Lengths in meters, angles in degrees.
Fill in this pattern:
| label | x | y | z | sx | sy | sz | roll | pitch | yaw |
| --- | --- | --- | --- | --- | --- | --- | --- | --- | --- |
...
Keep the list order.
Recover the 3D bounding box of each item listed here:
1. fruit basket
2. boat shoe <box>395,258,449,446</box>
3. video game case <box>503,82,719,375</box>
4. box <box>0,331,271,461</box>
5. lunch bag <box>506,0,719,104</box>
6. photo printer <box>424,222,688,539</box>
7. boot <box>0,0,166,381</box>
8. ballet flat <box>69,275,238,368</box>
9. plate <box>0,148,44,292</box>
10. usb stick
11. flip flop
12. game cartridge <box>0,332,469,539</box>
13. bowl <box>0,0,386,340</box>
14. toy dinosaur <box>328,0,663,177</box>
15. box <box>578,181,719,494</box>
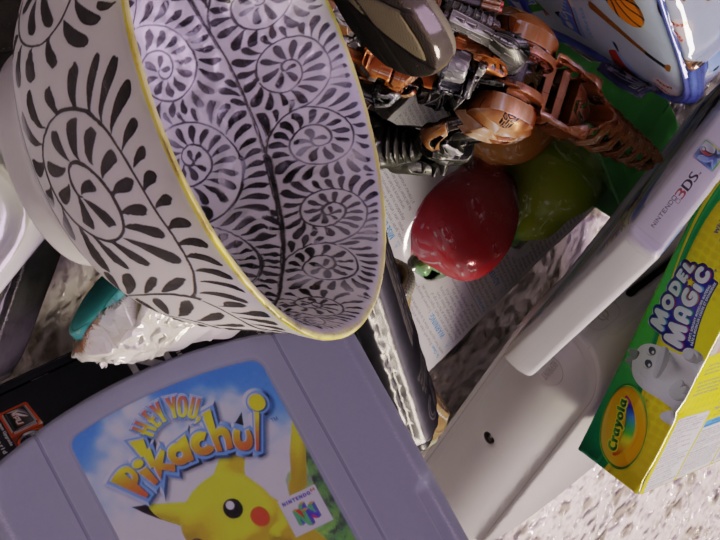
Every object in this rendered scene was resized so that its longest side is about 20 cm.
| label | x | y | z | sx | sy | sz | roll | pitch | yaw |
| --- | --- | --- | --- | --- | --- | --- | --- | --- | --- |
| fruit basket | 0.064 | -0.056 | 1.355 | 0.200 | 0.094 | 0.185 | -40 | 143 | -7 |
| boat shoe | 0.001 | 0.028 | 1.294 | 0.076 | 0.072 | 0.200 | -46 | 144 | 4 |
| video game case | 0.152 | -0.046 | 1.264 | 0.182 | 0.022 | 0.200 | -51 | 179 | -22 |
| box | -0.063 | 0.118 | 1.133 | 0.161 | 0.200 | 0.049 | -24 | 168 | -31 |
| lunch bag | 0.102 | -0.171 | 1.169 | 0.076 | 0.160 | 0.200 | -40 | 139 | -17 |
| photo printer | 0.130 | 0.049 | 1.446 | 0.166 | 0.069 | 0.200 | -33 | 163 | -40 |
| boot | -0.120 | -0.049 | 1.091 | 0.181 | 0.072 | 0.201 | 7 | 101 | -42 |
| ballet flat | -0.064 | -0.010 | 1.123 | 0.200 | 0.072 | 0.072 | -68 | 165 | -58 |
| plate | -0.210 | -0.009 | 0.976 | 0.200 | 0.032 | 0.200 | -53 | 134 | -5 |
| usb stick | 0.000 | 0.000 | 1.205 | 0.056 | 0.032 | 0.200 | -93 | 168 | -51 |
| flip flop | 0.000 | -0.151 | 1.077 | 0.057 | 0.200 | 0.081 | -29 | 125 | 2 |
| game cartridge | -0.062 | 0.102 | 1.093 | 0.200 | 0.134 | 0.040 | -24 | 164 | -29 |
| bowl | -0.076 | -0.057 | 0.996 | 0.201 | 0.094 | 0.201 | 51 | 29 | -42 |
| toy dinosaur | 0.047 | -0.085 | 1.197 | 0.200 | 0.136 | 0.102 | 45 | 70 | -19 |
| box | 0.192 | 0.011 | 1.334 | 0.117 | 0.048 | 0.200 | -13 | 135 | -54 |
